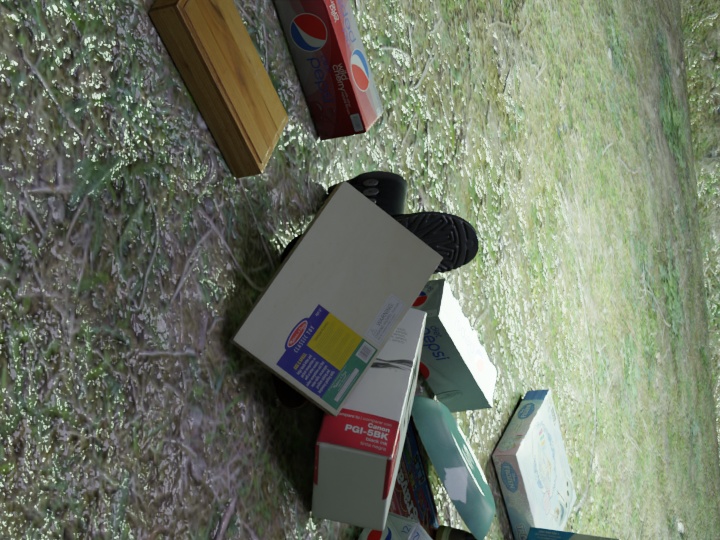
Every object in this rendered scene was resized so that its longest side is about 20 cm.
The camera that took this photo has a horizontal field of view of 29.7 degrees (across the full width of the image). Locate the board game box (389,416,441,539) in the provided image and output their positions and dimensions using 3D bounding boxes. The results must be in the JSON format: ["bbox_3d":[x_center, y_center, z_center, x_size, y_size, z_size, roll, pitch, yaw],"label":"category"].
[{"bbox_3d":[0.054,0.255,1.659,0.103,0.019,0.201,-45,124,-58],"label":"board game box"}]

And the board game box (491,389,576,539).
[{"bbox_3d":[0.268,0.316,2.071,0.199,0.043,0.201,-48,127,-58],"label":"board game box"}]

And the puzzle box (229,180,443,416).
[{"bbox_3d":[-0.024,0.028,1.363,0.133,0.025,0.200,38,77,-12],"label":"puzzle box"}]

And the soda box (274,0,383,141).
[{"bbox_3d":[-0.038,-0.256,1.559,0.070,0.063,0.201,-55,133,-55],"label":"soda box"}]

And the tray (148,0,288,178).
[{"bbox_3d":[-0.137,-0.203,1.363,0.200,0.037,0.099,63,31,-33],"label":"tray"}]

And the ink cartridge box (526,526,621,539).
[{"bbox_3d":[0.296,0.491,1.914,0.145,0.147,0.201,56,49,-40],"label":"ink cartridge box"}]

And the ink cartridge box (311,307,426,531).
[{"bbox_3d":[0.010,0.152,1.460,0.147,0.082,0.201,95,9,-49],"label":"ink cartridge box"}]

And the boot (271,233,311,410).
[{"bbox_3d":[-0.041,0.067,1.445,0.097,0.074,0.201,44,43,-49],"label":"boot"}]

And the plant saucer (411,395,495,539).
[{"bbox_3d":[0.120,0.238,1.685,0.201,0.036,0.200,61,6,-11],"label":"plant saucer"}]

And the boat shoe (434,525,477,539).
[{"bbox_3d":[0.147,0.391,1.747,0.201,0.066,0.072,62,38,-48],"label":"boat shoe"}]

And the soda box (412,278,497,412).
[{"bbox_3d":[0.110,0.100,1.747,0.200,0.068,0.064,58,33,-42],"label":"soda box"}]

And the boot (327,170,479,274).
[{"bbox_3d":[0.043,-0.057,1.500,0.200,0.164,0.066,-87,175,-72],"label":"boot"}]

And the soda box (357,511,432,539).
[{"bbox_3d":[0.064,0.356,1.580,0.068,0.063,0.200,-59,140,-22],"label":"soda box"}]
